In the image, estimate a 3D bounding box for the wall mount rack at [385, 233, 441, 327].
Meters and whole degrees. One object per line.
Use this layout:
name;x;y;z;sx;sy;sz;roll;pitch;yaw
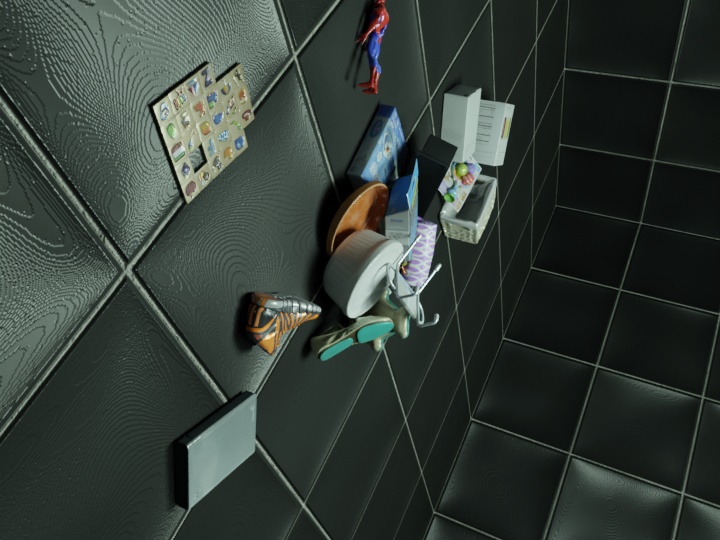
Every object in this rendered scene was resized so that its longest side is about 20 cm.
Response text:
wall mount rack;0.131;0.026;1.530;0.200;0.074;0.174;53;30;-42

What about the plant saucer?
plant saucer;-0.010;-0.112;1.490;0.200;0.032;0.201;-46;159;-24

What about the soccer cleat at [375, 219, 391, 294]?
soccer cleat;0.057;-0.034;1.678;0.069;0.085;0.201;-13;116;-63

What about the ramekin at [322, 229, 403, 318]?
ramekin;0.000;0.000;1.507;0.202;0.094;0.203;-46;158;-25

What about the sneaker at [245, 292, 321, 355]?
sneaker;-0.160;0.105;1.313;0.200;0.077;0.113;10;99;-56

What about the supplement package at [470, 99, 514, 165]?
supplement package;0.425;-0.456;2.210;0.114;0.109;0.201;-22;124;-62

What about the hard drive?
hard drive;-0.265;0.329;1.247;0.200;0.033;0.140;-33;133;-57

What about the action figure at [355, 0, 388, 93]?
action figure;0.027;-0.474;1.391;0.065;0.051;0.201;16;84;-72

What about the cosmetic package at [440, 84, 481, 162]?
cosmetic package;0.293;-0.433;1.972;0.113;0.081;0.201;-42;140;-51

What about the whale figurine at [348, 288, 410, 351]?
whale figurine;0.061;0.119;1.632;0.103;0.200;0.160;10;84;-40

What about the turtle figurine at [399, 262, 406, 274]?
turtle figurine;0.106;-0.051;1.802;0.161;0.064;0.201;-43;142;-50

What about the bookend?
bookend;0.178;-0.274;1.687;0.199;0.092;0.200;-63;178;-35

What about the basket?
basket;0.354;-0.202;2.178;0.201;0.135;0.124;-64;156;-24

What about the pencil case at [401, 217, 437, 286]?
pencil case;0.165;-0.049;1.920;0.086;0.084;0.201;-123;-136;-73

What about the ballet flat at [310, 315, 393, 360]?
ballet flat;-0.022;0.138;1.526;0.199;0.062;0.068;-22;144;-15

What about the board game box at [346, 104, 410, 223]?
board game box;0.049;-0.248;1.583;0.200;0.043;0.200;-65;155;-19

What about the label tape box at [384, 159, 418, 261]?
label tape box;0.097;-0.143;1.583;0.144;0.066;0.201;-75;165;-45

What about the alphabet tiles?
alphabet tiles;-0.229;-0.226;1.024;0.200;0.008;0.168;-55;150;-38

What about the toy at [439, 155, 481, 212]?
toy;0.322;-0.294;2.093;0.115;0.047;0.200;45;62;-24
